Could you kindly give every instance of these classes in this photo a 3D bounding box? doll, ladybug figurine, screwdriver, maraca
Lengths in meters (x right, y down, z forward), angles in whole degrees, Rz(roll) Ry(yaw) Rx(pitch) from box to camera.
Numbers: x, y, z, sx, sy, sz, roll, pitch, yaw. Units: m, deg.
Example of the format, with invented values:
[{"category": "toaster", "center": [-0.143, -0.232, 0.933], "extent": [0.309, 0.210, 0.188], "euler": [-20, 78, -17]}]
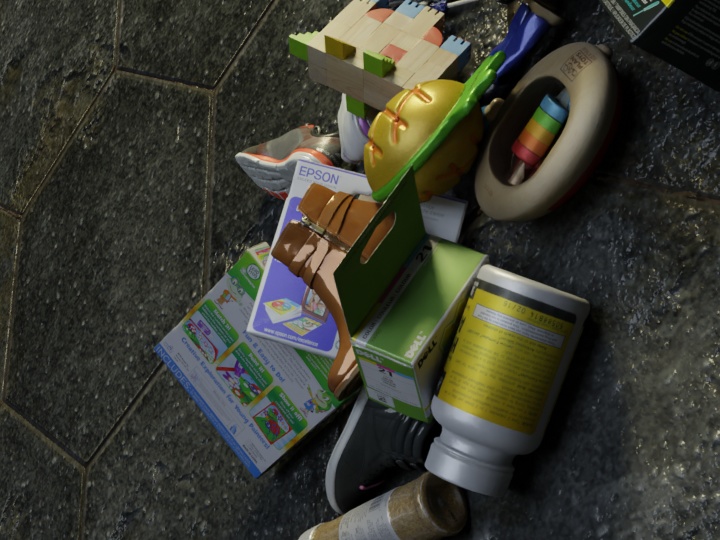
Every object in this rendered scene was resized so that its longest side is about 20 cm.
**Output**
[{"category": "doll", "center": [0.140, -0.194, 1.426], "extent": [0.200, 0.048, 0.137], "euler": [-59, 18, 21]}, {"category": "ladybug figurine", "center": [0.191, -0.131, 1.323], "extent": [0.200, 0.072, 0.136], "euler": [-55, 40, 22]}, {"category": "screwdriver", "center": [0.109, -0.302, 1.525], "extent": [0.200, 0.029, 0.028], "euler": [-5, 87, 48]}, {"category": "maraca", "center": [0.076, -0.142, 1.358], "extent": [0.200, 0.107, 0.137], "euler": [-45, 13, 36]}]

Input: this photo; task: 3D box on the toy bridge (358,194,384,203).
[{"category": "toy bridge", "center": [0.025, -0.069, 1.543], "extent": [0.200, 0.027, 0.067], "euler": [-59, 40, 17]}]

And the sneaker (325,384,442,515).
[{"category": "sneaker", "center": [0.031, 0.195, 1.394], "extent": [0.099, 0.071, 0.200], "euler": [37, 122, 29]}]

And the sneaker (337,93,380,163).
[{"category": "sneaker", "center": [0.002, -0.219, 1.594], "extent": [0.100, 0.075, 0.200], "euler": [136, 146, -57]}]

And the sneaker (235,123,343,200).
[{"category": "sneaker", "center": [-0.077, -0.141, 1.685], "extent": [0.200, 0.077, 0.082], "euler": [8, 55, 51]}]

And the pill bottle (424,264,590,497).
[{"category": "pill bottle", "center": [0.132, 0.104, 1.270], "extent": [0.111, 0.111, 0.200], "euler": [22, 93, 53]}]

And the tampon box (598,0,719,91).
[{"category": "tampon box", "center": [0.311, -0.294, 1.194], "extent": [0.200, 0.126, 0.150], "euler": [-50, 43, 26]}]

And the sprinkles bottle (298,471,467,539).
[{"category": "sprinkles bottle", "center": [0.018, 0.267, 1.380], "extent": [0.200, 0.068, 0.068], "euler": [-34, 51, 39]}]

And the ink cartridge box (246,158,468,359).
[{"category": "ink cartridge box", "center": [0.000, 0.000, 1.446], "extent": [0.198, 0.043, 0.200], "euler": [16, 88, 14]}]

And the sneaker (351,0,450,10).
[{"category": "sneaker", "center": [0.046, -0.348, 1.581], "extent": [0.200, 0.086, 0.078], "euler": [-13, 67, 49]}]

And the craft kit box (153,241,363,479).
[{"category": "craft kit box", "center": [-0.114, 0.104, 1.545], "extent": [0.200, 0.048, 0.197], "euler": [51, 124, 6]}]

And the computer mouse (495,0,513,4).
[{"category": "computer mouse", "center": [0.233, -0.309, 1.339], "extent": [0.200, 0.110, 0.044], "euler": [-10, 104, 41]}]

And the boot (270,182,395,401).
[{"category": "boot", "center": [-0.027, 0.017, 1.384], "extent": [0.155, 0.077, 0.200], "euler": [27, 86, 9]}]

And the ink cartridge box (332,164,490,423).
[{"category": "ink cartridge box", "center": [0.056, 0.025, 1.280], "extent": [0.076, 0.200, 0.148], "euler": [22, 60, 27]}]

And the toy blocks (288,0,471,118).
[{"category": "toy blocks", "center": [0.042, -0.243, 1.504], "extent": [0.200, 0.100, 0.137], "euler": [28, 57, 23]}]
